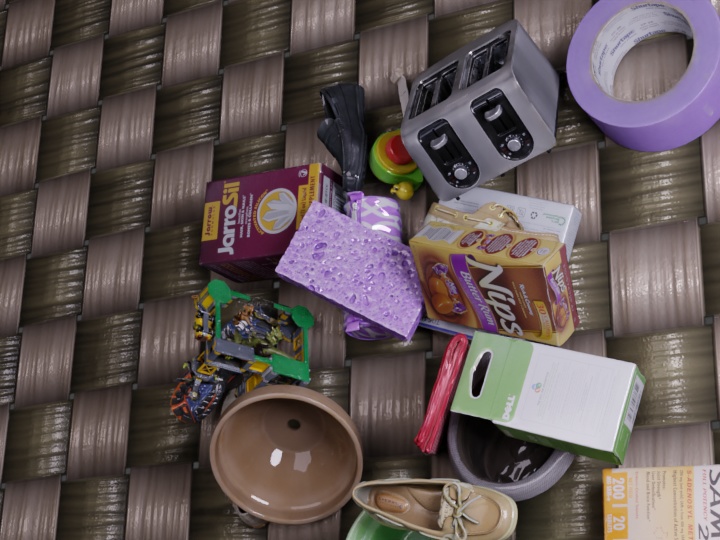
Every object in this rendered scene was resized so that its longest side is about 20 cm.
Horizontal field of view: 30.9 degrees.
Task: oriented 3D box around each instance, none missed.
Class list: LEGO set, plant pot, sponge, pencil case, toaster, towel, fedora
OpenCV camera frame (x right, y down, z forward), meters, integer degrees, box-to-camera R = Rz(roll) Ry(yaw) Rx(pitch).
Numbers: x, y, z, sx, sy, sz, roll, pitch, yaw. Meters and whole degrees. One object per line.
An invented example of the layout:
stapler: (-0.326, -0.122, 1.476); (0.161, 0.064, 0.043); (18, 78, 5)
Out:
LEGO set: (-0.161, 0.111, 1.769); (0.116, 0.199, 0.155); (-43, 47, 40)
plant pot: (-0.092, 0.225, 1.712); (0.200, 0.201, 0.093); (-31, 18, 18)
sponge: (0.000, 0.000, 1.699); (0.199, 0.030, 0.112); (26, 76, 14)
pencil case: (0.015, -0.007, 1.758); (0.083, 0.085, 0.202); (-12, 68, 26)
toaster: (0.162, -0.211, 1.684); (0.180, 0.119, 0.201); (-26, 28, 28)
towel: (0.102, 0.154, 1.585); (0.022, 0.200, 0.146); (19, 83, 9)
fedora: (0.198, 0.190, 1.572); (0.176, 0.090, 0.201); (16, 75, 33)

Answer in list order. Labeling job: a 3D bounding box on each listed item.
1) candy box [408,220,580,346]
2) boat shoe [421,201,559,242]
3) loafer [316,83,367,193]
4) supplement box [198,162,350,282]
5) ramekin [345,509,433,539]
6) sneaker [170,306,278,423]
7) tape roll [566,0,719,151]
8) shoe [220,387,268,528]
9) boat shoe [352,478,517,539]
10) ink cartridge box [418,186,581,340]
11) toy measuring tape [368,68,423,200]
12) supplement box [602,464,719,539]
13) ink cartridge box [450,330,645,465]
candy box: (0.161, 0.014, 1.581); (0.199, 0.118, 0.056); (10, 38, 38)
boat shoe: (0.162, -0.053, 1.642); (0.198, 0.074, 0.067); (7, 82, 33)
loafer: (-0.026, -0.185, 1.828); (0.070, 0.068, 0.202); (0, 49, -5)
supplement box: (-0.117, -0.065, 1.847); (0.198, 0.103, 0.132); (-8, 70, 29)
ramekin: (0.083, 0.365, 1.577); (0.198, 0.098, 0.202); (-11, 67, 28)
sneaker: (-0.196, 0.124, 1.847); (0.200, 0.075, 0.078); (-43, 15, -6)
tape roll: (0.365, -0.257, 1.635); (0.198, 0.085, 0.202); (-10, 69, 27)
shoe: (-0.159, 0.251, 1.791); (0.069, 0.053, 0.202); (-24, 62, 22)
boat shoe: (0.084, 0.277, 1.508); (0.198, 0.063, 0.074); (-2, 71, 31)
ink cartridge box: (0.169, -0.003, 1.690); (0.198, 0.041, 0.202); (14, 81, 34)
toy measuring tape: (0.041, -0.191, 1.812); (0.073, 0.073, 0.202); (-18, 67, 25)
supplement box: (0.373, 0.283, 1.445); (0.198, 0.073, 0.127); (-8, 70, 28)
ink cartridge box: (0.214, 0.144, 1.492); (0.198, 0.059, 0.105); (11, 73, 27)
